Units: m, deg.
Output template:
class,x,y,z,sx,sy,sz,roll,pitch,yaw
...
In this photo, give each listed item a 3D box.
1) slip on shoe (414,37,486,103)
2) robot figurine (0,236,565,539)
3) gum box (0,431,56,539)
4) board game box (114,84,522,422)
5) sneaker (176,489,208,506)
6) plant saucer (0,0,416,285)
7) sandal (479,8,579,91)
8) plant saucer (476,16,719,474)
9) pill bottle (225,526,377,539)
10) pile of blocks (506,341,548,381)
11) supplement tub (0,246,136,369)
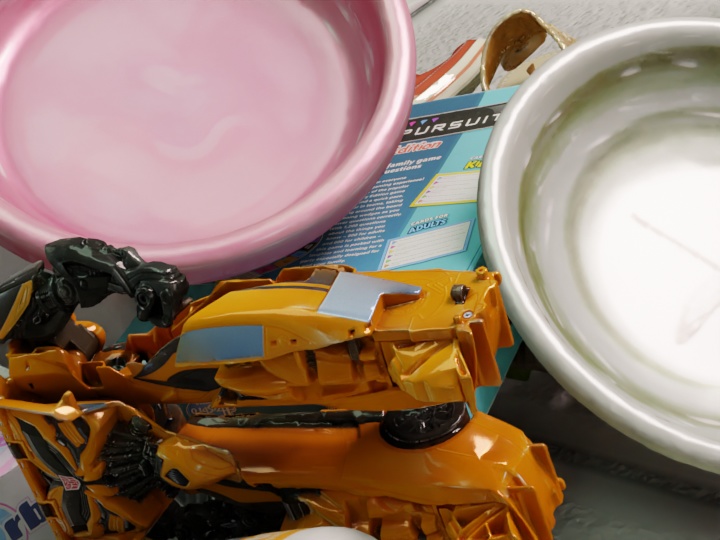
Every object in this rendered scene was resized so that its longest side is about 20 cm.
class,x,y,z,sx,sy,sz,roll,pitch,yaw
slip on shoe,-0.008,-0.085,1.095,0.200,0.061,0.074,-31,-7,-8
robot figurine,-0.040,0.052,0.639,0.199,0.145,0.058,-4,36,23
gum box,-0.157,0.106,0.805,0.066,0.114,0.200,-34,24,-17
board game box,0.000,0.000,0.760,0.151,0.047,0.200,-7,30,29
sneaker,-0.001,0.062,0.784,0.200,0.074,0.082,-1,37,44
plant saucer,-0.077,-0.074,0.763,0.200,0.051,0.201,0,58,0
sandal,0.100,-0.110,1.045,0.077,0.070,0.212,-22,23,11
plant saucer,0.137,-0.004,0.712,0.200,0.200,0.050,-40,-17,-29
pill bottle,-0.078,0.152,0.622,0.199,0.117,0.116,-12,27,30
pile of blocks,0.107,0.010,0.812,0.199,0.062,0.082,-14,58,21
supplement tub,-0.115,-0.061,0.870,0.145,0.145,0.200,-5,50,40
